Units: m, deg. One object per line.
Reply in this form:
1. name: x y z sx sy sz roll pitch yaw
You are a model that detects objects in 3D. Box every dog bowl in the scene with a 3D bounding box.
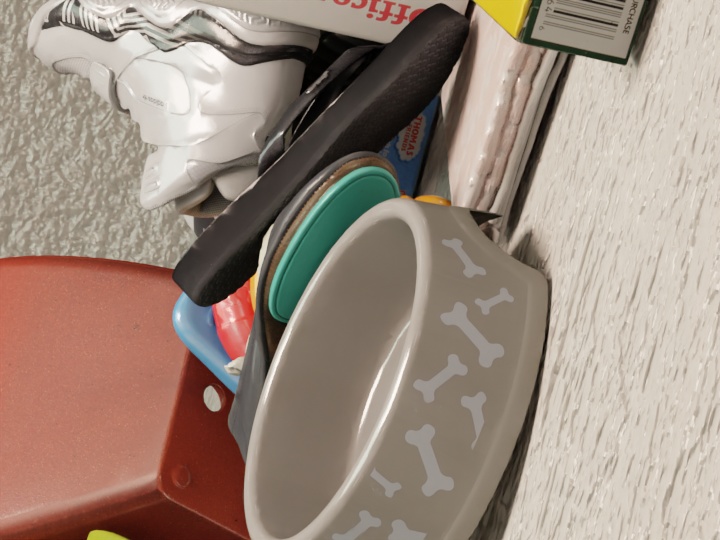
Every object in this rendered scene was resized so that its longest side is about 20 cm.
1. dog bowl: 0.010 0.057 1.294 0.200 0.059 0.200 -54 24 37

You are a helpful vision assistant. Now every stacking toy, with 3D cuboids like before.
1. stacking toy: 0.000 0.000 1.488 0.110 0.116 0.200 -54 11 -32

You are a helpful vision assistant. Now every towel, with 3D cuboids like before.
1. towel: 0.082 -0.141 1.396 0.191 0.032 0.200 -92 17 -61

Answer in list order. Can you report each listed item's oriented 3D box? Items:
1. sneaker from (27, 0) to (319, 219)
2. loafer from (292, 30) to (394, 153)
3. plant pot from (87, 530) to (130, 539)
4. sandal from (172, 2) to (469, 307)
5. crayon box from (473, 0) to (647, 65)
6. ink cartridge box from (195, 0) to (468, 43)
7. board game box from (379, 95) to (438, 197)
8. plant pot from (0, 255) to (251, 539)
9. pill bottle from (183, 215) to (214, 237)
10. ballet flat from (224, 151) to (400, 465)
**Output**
1. sneaker: -0.110 -0.088 1.527 0.200 0.075 0.115 5 87 40
2. loafer: 0.022 -0.121 1.561 0.200 0.073 0.071 -51 -18 -15
3. plant pot: -0.139 0.269 1.559 0.181 0.199 0.200 -27 43 33
4. sandal: -0.026 -0.066 1.427 0.200 0.043 0.076 -44 -15 4
5. crayon box: 0.092 -0.211 1.213 0.173 0.058 0.200 -125 49 -63
6. ink cartridge box: 0.004 -0.222 1.433 0.083 0.145 0.200 -95 20 -60
7. board game box: 0.003 -0.050 1.793 0.200 0.037 0.152 -130 54 -80
8. plant pot: -0.111 0.103 1.638 0.176 0.200 0.200 -16 53 43
9. pill bottle: -0.058 -0.094 1.654 0.200 0.106 0.106 93 -174 -62
10. ballet flat: -0.030 0.018 1.411 0.073 0.073 0.200 -90 11 -60
